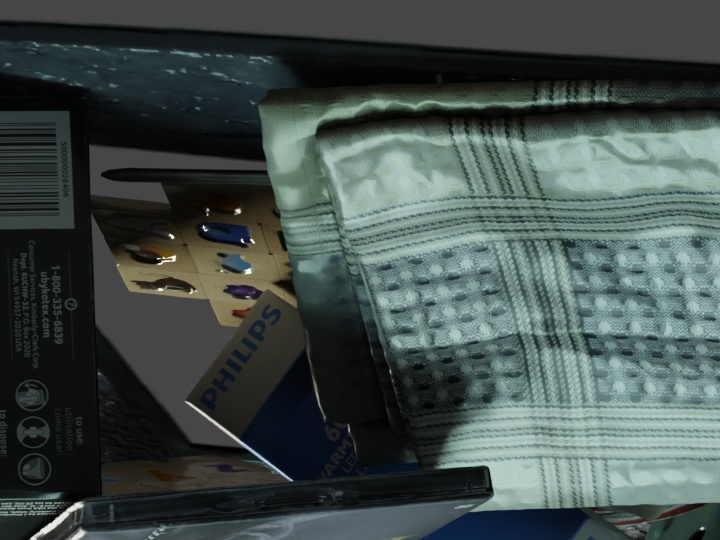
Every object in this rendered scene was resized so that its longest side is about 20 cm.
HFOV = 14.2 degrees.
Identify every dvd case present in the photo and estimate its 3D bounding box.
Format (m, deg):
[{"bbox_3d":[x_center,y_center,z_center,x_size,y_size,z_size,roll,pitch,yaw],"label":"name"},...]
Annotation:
[{"bbox_3d":[-0.060,0.106,1.040,0.149,0.016,0.200,-3,164,-24],"label":"dvd case"}]

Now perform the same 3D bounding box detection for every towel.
[{"bbox_3d":[0.073,0.014,0.969,0.200,0.035,0.193,0,138,15],"label":"towel"}]

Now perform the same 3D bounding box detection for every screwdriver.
[{"bbox_3d":[0.005,-0.028,0.991,0.200,0.028,0.029,-3,130,20],"label":"screwdriver"}]

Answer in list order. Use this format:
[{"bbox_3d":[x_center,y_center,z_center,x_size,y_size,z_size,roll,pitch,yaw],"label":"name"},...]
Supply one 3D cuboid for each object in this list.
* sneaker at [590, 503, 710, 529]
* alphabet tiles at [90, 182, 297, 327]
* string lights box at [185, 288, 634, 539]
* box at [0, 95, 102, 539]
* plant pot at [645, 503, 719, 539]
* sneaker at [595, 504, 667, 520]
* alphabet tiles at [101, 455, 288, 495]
[{"bbox_3d":[0.065,0.087,1.233,0.200,0.078,0.082,-3,159,32],"label":"sneaker"},{"bbox_3d":[0.000,0.000,1.117,0.200,0.006,0.166,6,162,8],"label":"alphabet tiles"},{"bbox_3d":[0.037,0.092,1.128,0.200,0.059,0.103,34,178,33],"label":"string lights box"},{"bbox_3d":[-0.163,0.036,1.051,0.124,0.149,0.200,0,163,-10],"label":"box"},{"bbox_3d":[0.214,0.174,1.225,0.200,0.141,0.141,38,129,-11],"label":"plant pot"},{"bbox_3d":[0.152,0.043,1.058,0.070,0.080,0.200,20,154,-26],"label":"sneaker"},{"bbox_3d":[-0.051,0.111,1.316,0.200,0.015,0.196,-1,-172,-42],"label":"alphabet tiles"}]
